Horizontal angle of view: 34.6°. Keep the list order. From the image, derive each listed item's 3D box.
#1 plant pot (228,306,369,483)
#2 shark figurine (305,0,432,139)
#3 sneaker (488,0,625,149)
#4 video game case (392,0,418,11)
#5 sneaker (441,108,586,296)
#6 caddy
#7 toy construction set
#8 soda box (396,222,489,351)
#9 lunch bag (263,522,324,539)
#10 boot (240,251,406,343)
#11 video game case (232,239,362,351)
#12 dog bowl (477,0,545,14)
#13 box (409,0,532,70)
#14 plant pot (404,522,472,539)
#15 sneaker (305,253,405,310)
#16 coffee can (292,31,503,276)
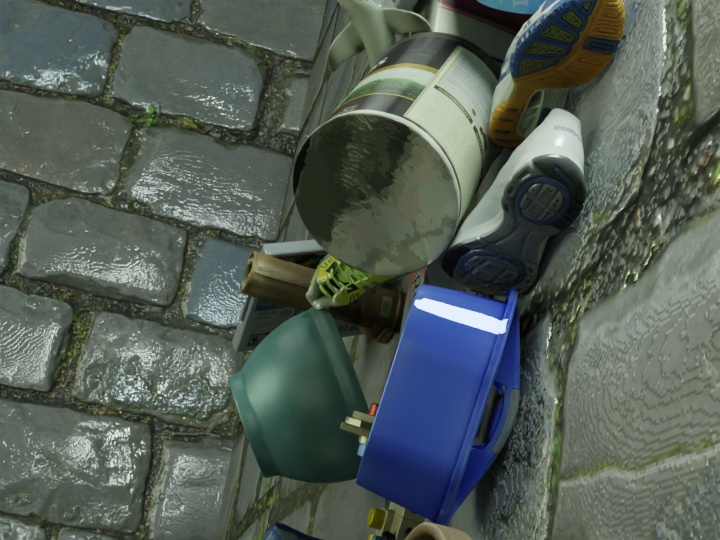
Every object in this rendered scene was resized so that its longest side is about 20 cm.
[{"bbox_3d":[-0.068,0.151,1.286,0.200,0.133,0.203,160,90,-84],"label":"plant pot"},{"bbox_3d":[0.021,-0.206,1.143,0.090,0.127,0.217,-50,-32,-52],"label":"shark figurine"},{"bbox_3d":[0.151,-0.184,0.937,0.200,0.074,0.089,122,160,-60],"label":"sneaker"},{"bbox_3d":[0.075,-0.356,1.134,0.143,0.018,0.202,152,135,-76],"label":"video game case"},{"bbox_3d":[0.130,-0.049,0.935,0.200,0.074,0.088,-52,13,52],"label":"sneaker"},{"bbox_3d":[0.072,0.103,0.910,0.141,0.104,0.202,-5,-66,-83],"label":"caddy"},{"bbox_3d":[0.026,0.226,1.068,0.131,0.091,0.203,163,110,-79],"label":"toy construction set"},{"bbox_3d":[0.074,0.055,1.054,0.064,0.068,0.202,124,159,-63],"label":"soda box"},{"bbox_3d":[-0.082,0.420,1.284,0.202,0.126,0.170,-63,13,16],"label":"lunch bag"},{"bbox_3d":[-0.048,0.029,1.406,0.175,0.198,0.067,139,144,-73],"label":"boot"},{"bbox_3d":[-0.056,0.028,1.499,0.022,0.198,0.183,61,144,36],"label":"video game case"},{"bbox_3d":[0.143,-0.282,1.043,0.201,0.110,0.050,-94,7,-60],"label":"dog bowl"},{"bbox_3d":[0.111,-0.267,1.181,0.128,0.108,0.202,127,155,-62],"label":"box"},{"bbox_3d":[0.065,0.272,0.743,0.201,0.092,0.203,-166,90,-79],"label":"plant pot"},{"bbox_3d":[0.000,0.000,1.182,0.076,0.075,0.200,-43,-2,-22],"label":"sneaker"},{"bbox_3d":[0.043,-0.107,1.015,0.200,0.145,0.147,-56,-11,-55],"label":"coffee can"}]
